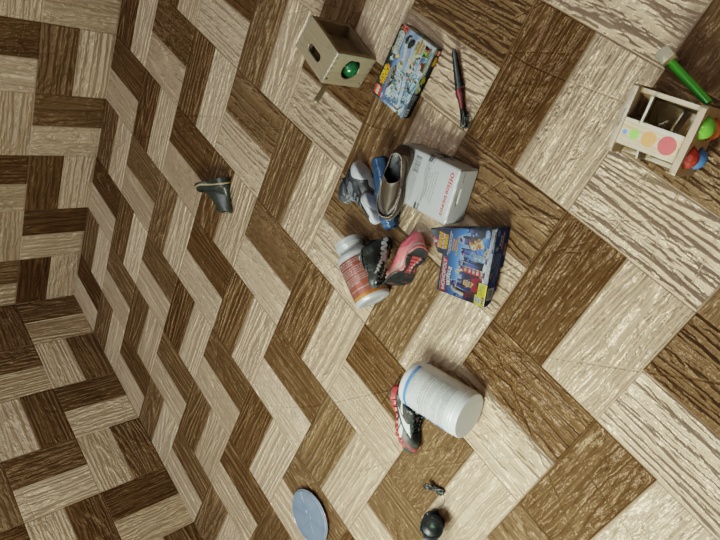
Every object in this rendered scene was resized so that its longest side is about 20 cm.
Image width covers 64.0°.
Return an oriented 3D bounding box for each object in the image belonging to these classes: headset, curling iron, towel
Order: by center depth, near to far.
[{"bbox_3d":[0.251,-0.450,1.431,0.050,0.025,0.203,158,105,-82],"label":"curling iron"},{"bbox_3d":[0.067,-0.214,1.604,0.048,0.112,0.203,-8,92,9],"label":"towel"},{"bbox_3d":[0.192,0.720,1.643,0.093,0.124,0.203,19,81,14],"label":"headset"}]

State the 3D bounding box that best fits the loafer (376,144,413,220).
[{"bbox_3d":[0.077,-0.226,1.490,0.072,0.071,0.203,22,113,24],"label":"loafer"}]

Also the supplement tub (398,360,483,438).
[{"bbox_3d":[0.212,0.341,1.542,0.199,0.131,0.134,27,115,40],"label":"supplement tub"}]

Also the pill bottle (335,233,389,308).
[{"bbox_3d":[0.000,0.000,1.707,0.112,0.111,0.202,-36,72,42],"label":"pill bottle"}]

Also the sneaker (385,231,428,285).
[{"bbox_3d":[0.129,-0.031,1.619,0.201,0.073,0.088,128,150,-45],"label":"sneaker"}]

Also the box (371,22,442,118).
[{"bbox_3d":[0.121,-0.532,1.541,0.137,0.040,0.201,48,127,27],"label":"box"}]

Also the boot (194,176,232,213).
[{"bbox_3d":[-0.582,-0.287,2.272,0.198,0.077,0.141,0,102,46],"label":"boot"}]

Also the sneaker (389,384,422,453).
[{"bbox_3d":[0.145,0.431,1.667,0.097,0.070,0.204,-14,86,47],"label":"sneaker"}]

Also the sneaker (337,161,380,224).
[{"bbox_3d":[-0.001,-0.211,1.701,0.113,0.075,0.203,-35,67,43],"label":"sneaker"}]

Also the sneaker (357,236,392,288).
[{"bbox_3d":[0.032,-0.021,1.613,0.089,0.201,0.067,1,130,14],"label":"sneaker"}]

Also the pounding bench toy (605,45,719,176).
[{"bbox_3d":[0.584,-0.292,1.059,0.155,0.123,0.202,34,120,35],"label":"pounding bench toy"}]

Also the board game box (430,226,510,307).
[{"bbox_3d":[0.265,-0.036,1.471,0.199,0.061,0.203,23,113,41],"label":"board game box"}]

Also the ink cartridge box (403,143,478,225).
[{"bbox_3d":[0.188,-0.227,1.496,0.199,0.085,0.148,33,120,35],"label":"ink cartridge box"}]

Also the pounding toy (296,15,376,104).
[{"bbox_3d":[-0.078,-0.587,1.629,0.142,0.183,0.201,-49,64,38],"label":"pounding toy"}]

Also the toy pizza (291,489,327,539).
[{"bbox_3d":[-0.181,0.898,2.107,0.199,0.031,0.204,12,106,44],"label":"toy pizza"}]
